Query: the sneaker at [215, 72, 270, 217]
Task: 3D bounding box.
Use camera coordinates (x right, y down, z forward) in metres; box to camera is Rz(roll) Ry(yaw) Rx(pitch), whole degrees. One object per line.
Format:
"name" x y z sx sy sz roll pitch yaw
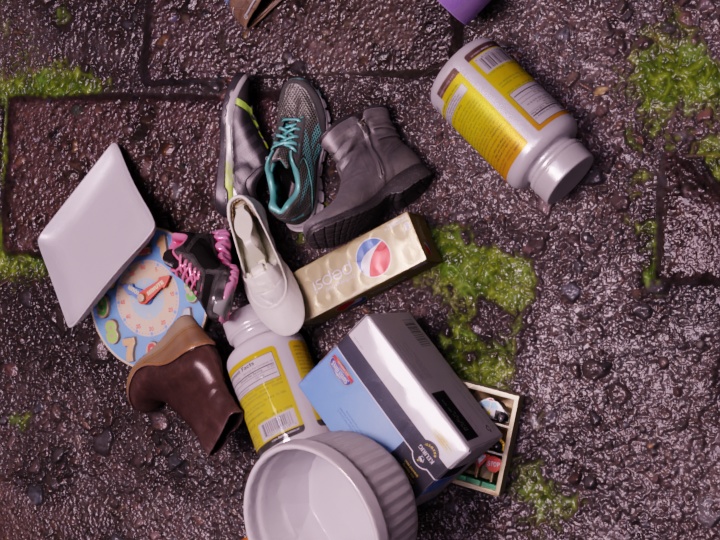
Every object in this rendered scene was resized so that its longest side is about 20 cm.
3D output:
"sneaker" -0.149 -0.164 1.551 0.081 0.072 0.204 5 91 -1

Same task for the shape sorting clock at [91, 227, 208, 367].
"shape sorting clock" -0.301 0.039 1.612 0.197 0.039 0.204 -1 87 24

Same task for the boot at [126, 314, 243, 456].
"boot" -0.238 0.178 1.521 0.201 0.072 0.168 -52 57 37

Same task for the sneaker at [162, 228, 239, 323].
"sneaker" -0.212 0.003 1.491 0.094 0.201 0.080 12 111 -19

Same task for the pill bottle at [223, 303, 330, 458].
"pill bottle" -0.109 0.146 1.480 0.110 0.111 0.203 -29 70 20

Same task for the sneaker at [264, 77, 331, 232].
"sneaker" -0.087 -0.155 1.497 0.076 0.091 0.204 -3 87 22

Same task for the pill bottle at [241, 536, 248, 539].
"pill bottle" -0.060 0.330 1.439 0.198 0.106 0.108 -31 77 17

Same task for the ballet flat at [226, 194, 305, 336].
"ballet flat" -0.130 -0.011 1.458 0.069 0.069 0.202 -31 65 19

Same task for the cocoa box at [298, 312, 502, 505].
"cocoa box" 0.048 0.169 1.372 0.131 0.133 0.201 -44 73 19

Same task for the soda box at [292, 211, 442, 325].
"soda box" 0.000 0.000 1.469 0.198 0.064 0.069 -27 78 20

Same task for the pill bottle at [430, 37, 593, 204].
"pill bottle" 0.184 -0.176 1.370 0.109 0.109 0.200 -47 71 15

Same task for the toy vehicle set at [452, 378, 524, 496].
"toy vehicle set" 0.098 0.195 1.438 0.197 0.026 0.127 12 93 24

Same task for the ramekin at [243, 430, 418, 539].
"ramekin" -0.028 0.278 1.290 0.198 0.104 0.204 10 106 36

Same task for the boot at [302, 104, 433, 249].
"boot" -0.017 -0.119 1.443 0.198 0.070 0.132 -30 72 -27

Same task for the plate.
"plate" -0.370 -0.049 1.620 0.200 0.032 0.201 -48 48 16

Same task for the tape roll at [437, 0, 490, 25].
"tape roll" 0.082 -0.391 1.373 0.066 0.200 0.201 -43 73 15

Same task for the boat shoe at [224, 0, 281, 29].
"boat shoe" -0.095 -0.398 1.528 0.199 0.072 0.073 -33 80 29
